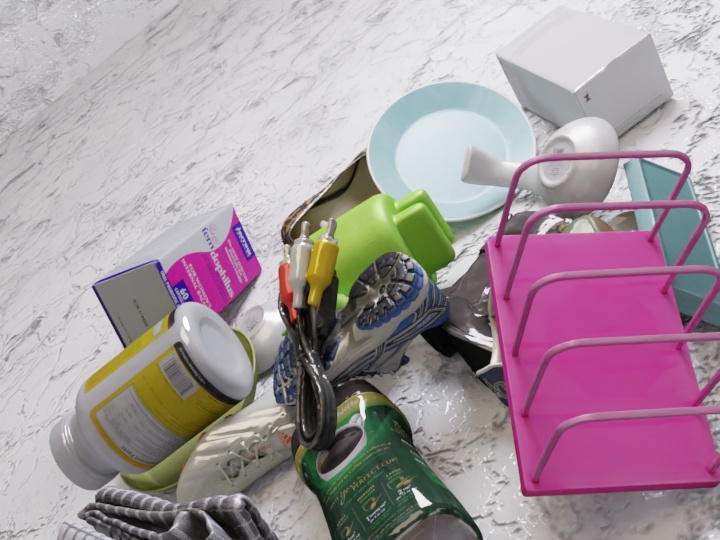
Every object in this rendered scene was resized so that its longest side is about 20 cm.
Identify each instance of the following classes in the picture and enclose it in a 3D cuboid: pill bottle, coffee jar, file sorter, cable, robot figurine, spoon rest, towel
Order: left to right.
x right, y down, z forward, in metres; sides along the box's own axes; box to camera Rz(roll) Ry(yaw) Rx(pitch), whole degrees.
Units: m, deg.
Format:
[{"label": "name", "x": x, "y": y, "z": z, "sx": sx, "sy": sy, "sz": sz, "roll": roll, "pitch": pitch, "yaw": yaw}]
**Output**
[{"label": "pill bottle", "x": -0.212, "y": 0.131, "z": 0.917, "sx": 0.199, "sy": 0.112, "sz": 0.113, "roll": -37, "pitch": 30, "yaw": 11}, {"label": "towel", "x": -0.105, "y": 0.235, "z": 0.655, "sx": 0.164, "sy": 0.201, "sz": 0.086, "roll": 0, "pitch": 43, "yaw": 43}, {"label": "spoon rest", "x": -0.079, "y": 0.041, "z": 1.052, "sx": 0.201, "sy": 0.060, "sz": 0.099, "roll": -52, "pitch": 30, "yaw": -1}, {"label": "cable", "x": -0.053, "y": 0.057, "z": 0.784, "sx": 0.097, "sy": 0.050, "sz": 0.203, "roll": -29, "pitch": 46, "yaw": 45}, {"label": "robot figurine", "x": 0.000, "y": 0.000, "z": 0.946, "sx": 0.198, "sy": 0.116, "sz": 0.176, "roll": -31, "pitch": 19, "yaw": 16}, {"label": "coffee jar", "x": 0.013, "y": 0.175, "z": 0.732, "sx": 0.104, "sy": 0.085, "sz": 0.200, "roll": -42, "pitch": 31, "yaw": 3}, {"label": "spoon rest", "x": 0.188, "y": -0.105, "z": 0.933, "sx": 0.199, "sy": 0.060, "sz": 0.101, "roll": 11, "pitch": 88, "yaw": 57}, {"label": "file sorter", "x": 0.173, "y": 0.032, "z": 0.621, "sx": 0.136, "sy": 0.126, "sz": 0.203, "roll": -2, "pitch": 59, "yaw": -3}]

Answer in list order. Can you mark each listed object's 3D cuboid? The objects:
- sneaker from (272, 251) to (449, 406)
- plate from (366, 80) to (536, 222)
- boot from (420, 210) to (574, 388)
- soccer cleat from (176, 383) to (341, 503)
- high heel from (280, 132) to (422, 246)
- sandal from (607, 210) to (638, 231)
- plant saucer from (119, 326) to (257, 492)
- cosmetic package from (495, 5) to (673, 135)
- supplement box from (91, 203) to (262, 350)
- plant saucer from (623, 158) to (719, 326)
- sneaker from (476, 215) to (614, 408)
[{"label": "sneaker", "x": 0.001, "y": 0.072, "z": 0.823, "sx": 0.199, "sy": 0.085, "sz": 0.078, "roll": -37, "pitch": 41, "yaw": 29}, {"label": "plate", "x": 0.105, "y": -0.137, "z": 1.065, "sx": 0.196, "sy": 0.026, "sz": 0.203, "roll": -3, "pitch": 60, "yaw": 5}, {"label": "boot", "x": 0.144, "y": 0.013, "z": 0.842, "sx": 0.174, "sy": 0.070, "sz": 0.200, "roll": -42, "pitch": 29, "yaw": -10}, {"label": "soccer cleat", "x": -0.093, "y": 0.161, "z": 0.878, "sx": 0.200, "sy": 0.070, "sz": 0.077, "roll": -43, "pitch": 34, "yaw": -17}, {"label": "high heel", "x": -0.007, "y": -0.092, "z": 1.093, "sx": 0.199, "sy": 0.072, "sz": 0.143, "roll": -37, "pitch": 3, "yaw": 21}, {"label": "sandal", "x": 0.222, "y": 0.013, "z": 0.778, "sx": 0.081, "sy": 0.055, "sz": 0.201, "roll": -7, "pitch": 41, "yaw": 38}, {"label": "plant saucer", "x": -0.181, "y": 0.153, "z": 0.988, "sx": 0.198, "sy": 0.031, "sz": 0.202, "roll": -28, "pitch": 37, "yaw": 24}, {"label": "cosmetic package", "x": 0.251, "y": -0.228, "z": 1.052, "sx": 0.107, "sy": 0.085, "sz": 0.200, "roll": -35, "pitch": 31, "yaw": 1}, {"label": "supplement box", "x": -0.219, "y": 0.008, "z": 1.125, "sx": 0.102, "sy": 0.102, "sz": 0.200, "roll": -18, "pitch": 17, "yaw": 25}, {"label": "plant saucer", "x": 0.271, "y": -0.032, "z": 0.784, "sx": 0.202, "sy": 0.069, "sz": 0.019, "roll": -81, "pitch": 13, "yaw": -50}, {"label": "sneaker", "x": 0.147, "y": 0.024, "z": 0.734, "sx": 0.067, "sy": 0.089, "sz": 0.203, "roll": -41, "pitch": 25, "yaw": 56}]
